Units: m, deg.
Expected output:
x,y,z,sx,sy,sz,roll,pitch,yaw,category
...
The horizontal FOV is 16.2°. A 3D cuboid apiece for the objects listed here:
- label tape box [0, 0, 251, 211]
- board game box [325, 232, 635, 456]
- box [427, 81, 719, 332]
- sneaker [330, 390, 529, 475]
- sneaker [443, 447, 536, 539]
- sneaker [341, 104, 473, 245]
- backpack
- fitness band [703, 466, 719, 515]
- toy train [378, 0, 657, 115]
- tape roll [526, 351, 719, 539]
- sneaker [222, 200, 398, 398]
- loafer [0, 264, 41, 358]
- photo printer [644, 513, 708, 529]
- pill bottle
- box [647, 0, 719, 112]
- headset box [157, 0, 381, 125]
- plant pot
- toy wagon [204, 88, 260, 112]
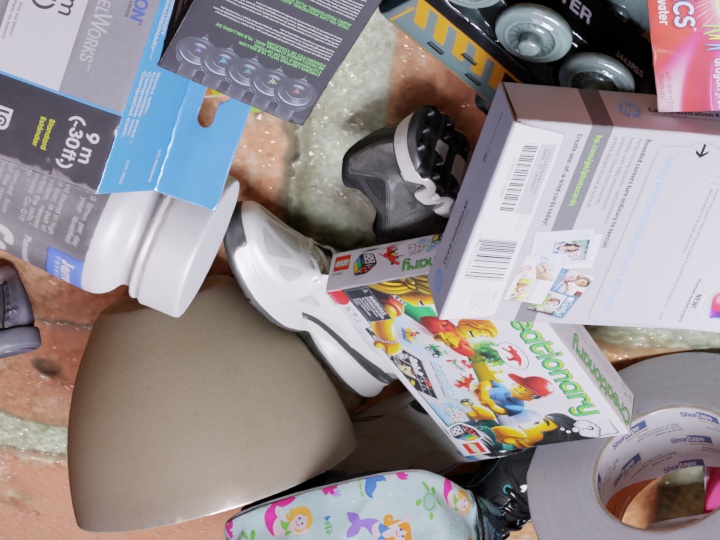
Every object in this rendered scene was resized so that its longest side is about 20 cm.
x,y,z,sx,sy,sz,roll,pitch,yaw,category
-0.157,-0.127,1.459,0.199,0.063,0.145,19,102,-3,label tape box
0.080,0.048,1.638,0.126,0.035,0.200,-11,139,29,board game box
0.156,-0.034,1.499,0.199,0.041,0.156,3,132,-18,box
0.056,0.110,1.793,0.199,0.072,0.072,-21,96,16,sneaker
0.093,0.178,1.839,0.199,0.080,0.075,-26,127,32,sneaker
0.057,-0.028,1.634,0.090,0.067,0.200,-11,137,36,sneaker
0.004,0.208,1.709,0.176,0.151,0.200,-16,155,15,backpack
0.320,0.181,1.826,0.143,0.038,0.201,-2,138,13,fitness band
0.086,-0.148,1.485,0.200,0.086,0.114,36,142,-25,toy train
0.213,0.151,1.691,0.199,0.201,0.066,-8,134,19,tape roll
0.000,0.000,1.681,0.115,0.076,0.200,-25,136,22,sneaker
-0.316,0.042,1.800,0.199,0.063,0.072,-11,176,25,loafer
0.298,0.255,1.833,0.165,0.070,0.201,-9,135,16,photo printer
-0.183,-0.055,1.585,0.199,0.114,0.114,25,138,5,pill bottle
0.207,-0.190,1.398,0.099,0.096,0.201,-1,137,11,box
-0.026,-0.204,1.371,0.092,0.175,0.200,22,136,-14,headset box
-0.114,0.080,1.717,0.199,0.200,0.135,-12,98,23,plant pot
-0.138,-0.155,1.551,0.199,0.040,0.156,-5,136,16,toy wagon
